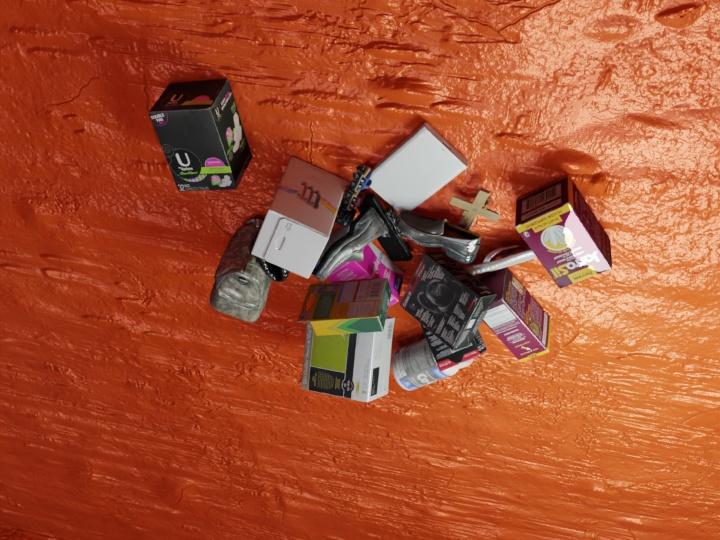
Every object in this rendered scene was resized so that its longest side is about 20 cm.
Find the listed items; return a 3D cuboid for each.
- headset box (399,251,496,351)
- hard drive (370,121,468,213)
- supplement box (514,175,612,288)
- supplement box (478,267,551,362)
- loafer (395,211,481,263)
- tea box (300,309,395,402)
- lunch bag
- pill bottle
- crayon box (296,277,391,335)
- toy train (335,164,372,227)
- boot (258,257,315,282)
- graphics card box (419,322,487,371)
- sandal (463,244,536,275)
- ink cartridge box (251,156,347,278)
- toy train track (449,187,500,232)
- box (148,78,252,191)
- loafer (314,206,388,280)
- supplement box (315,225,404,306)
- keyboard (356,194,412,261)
[{"bbox_3d":[0.192,0.062,1.752,0.199,0.077,0.150,40,117,31],"label":"headset box"},{"bbox_3d":[0.117,-0.215,1.639,0.131,0.026,0.199,38,130,-19],"label":"hard drive"},{"bbox_3d":[0.432,-0.079,1.618,0.130,0.104,0.200,-26,121,32],"label":"supplement box"},{"bbox_3d":[0.363,0.106,1.801,0.085,0.111,0.200,-27,119,35],"label":"supplement box"},{"bbox_3d":[0.174,-0.090,1.679,0.197,0.073,0.073,21,137,-1],"label":"loafer"},{"bbox_3d":[-0.032,0.207,1.907,0.194,0.133,0.204,8,93,24],"label":"tea box"},{"bbox_3d":[-0.269,-0.008,1.822,0.138,0.202,0.168,23,138,-10],"label":"lunch bag"},{"bbox_3d":[0.186,0.228,1.961,0.198,0.115,0.114,-27,120,34],"label":"pill bottle"},{"bbox_3d":[-0.035,0.084,1.744,0.197,0.127,0.052,-5,131,20],"label":"crayon box"},{"bbox_3d":[-0.014,-0.162,1.695,0.045,0.034,0.201,31,143,4],"label":"toy train"},{"bbox_3d":[-0.152,-0.023,1.798,0.079,0.159,0.211,-23,122,32],"label":"boot"},{"bbox_3d":[0.210,0.128,1.836,0.125,0.051,0.203,-27,84,35],"label":"graphics card box"},{"bbox_3d":[0.317,-0.032,1.728,0.200,0.082,0.051,-18,82,31],"label":"sandal"},{"bbox_3d":[-0.134,-0.117,1.678,0.143,0.202,0.146,24,134,-7],"label":"ink cartridge box"},{"bbox_3d":[0.240,-0.119,1.689,0.113,0.033,0.201,21,141,-3],"label":"toy train track"},{"bbox_3d":[-0.340,-0.289,1.634,0.146,0.125,0.202,0,131,14],"label":"box"},{"bbox_3d":[-0.020,-0.047,1.678,0.072,0.073,0.200,44,87,-12],"label":"loafer"},{"bbox_3d":[0.000,0.000,1.815,0.103,0.102,0.200,-30,118,35],"label":"supplement box"},{"bbox_3d":[0.068,-0.103,1.759,0.103,0.040,0.201,4,138,45],"label":"keyboard"}]
